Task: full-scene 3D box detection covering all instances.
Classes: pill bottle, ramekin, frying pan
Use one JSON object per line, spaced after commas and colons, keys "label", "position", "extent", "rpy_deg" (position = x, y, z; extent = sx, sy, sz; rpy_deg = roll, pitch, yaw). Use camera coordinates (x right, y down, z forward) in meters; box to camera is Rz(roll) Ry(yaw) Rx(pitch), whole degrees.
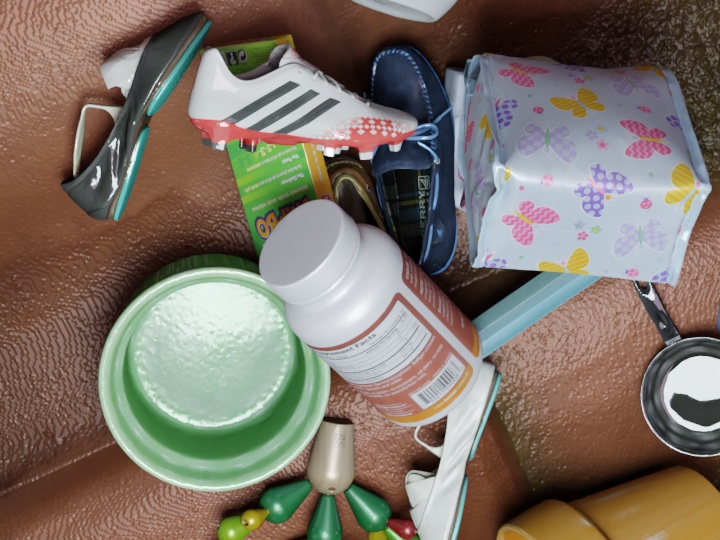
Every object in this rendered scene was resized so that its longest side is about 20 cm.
{"label": "pill bottle", "position": [0.008, 0.034, 1.202], "extent": [0.112, 0.112, 0.200], "rpy_deg": [-41, 127, 4]}
{"label": "ramekin", "position": [-0.129, 0.082, 1.279], "extent": [0.198, 0.098, 0.202], "rpy_deg": [-2, 106, -8]}
{"label": "frying pan", "position": [0.295, 0.093, 1.377], "extent": [0.190, 0.031, 0.115], "rpy_deg": [41, 107, 5]}

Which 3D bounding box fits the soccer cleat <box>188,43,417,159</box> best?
{"label": "soccer cleat", "position": [-0.041, -0.137, 1.162], "extent": [0.198, 0.069, 0.086], "rpy_deg": [0, 103, -23]}

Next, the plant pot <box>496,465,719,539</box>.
{"label": "plant pot", "position": [0.256, 0.280, 1.351], "extent": [0.182, 0.200, 0.202], "rpy_deg": [-28, 108, -15]}

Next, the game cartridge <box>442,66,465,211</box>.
{"label": "game cartridge", "position": [0.164, -0.105, 1.303], "extent": [0.198, 0.041, 0.135], "rpy_deg": [5, 109, -9]}

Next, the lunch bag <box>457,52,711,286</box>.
{"label": "lunch bag", "position": [0.166, -0.091, 1.134], "extent": [0.167, 0.201, 0.128], "rpy_deg": [4, 133, -6]}

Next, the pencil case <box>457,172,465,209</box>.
{"label": "pencil case", "position": [0.183, -0.063, 1.241], "extent": [0.198, 0.083, 0.087], "rpy_deg": [17, 139, -3]}

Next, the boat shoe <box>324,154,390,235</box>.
{"label": "boat shoe", "position": [0.000, 0.000, 1.290], "extent": [0.071, 0.068, 0.202], "rpy_deg": [-20, 108, -3]}

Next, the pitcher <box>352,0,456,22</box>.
{"label": "pitcher", "position": [0.073, -0.306, 1.200], "extent": [0.170, 0.121, 0.202], "rpy_deg": [15, 92, -27]}

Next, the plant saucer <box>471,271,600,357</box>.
{"label": "plant saucer", "position": [0.165, 0.021, 1.313], "extent": [0.199, 0.070, 0.019], "rpy_deg": [-35, 67, -8]}

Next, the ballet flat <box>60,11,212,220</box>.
{"label": "ballet flat", "position": [-0.197, -0.138, 1.227], "extent": [0.068, 0.068, 0.201], "rpy_deg": [27, 100, -5]}

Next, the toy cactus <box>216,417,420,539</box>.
{"label": "toy cactus", "position": [-0.035, 0.222, 1.343], "extent": [0.198, 0.102, 0.167], "rpy_deg": [7, 95, -1]}

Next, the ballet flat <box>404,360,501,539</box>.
{"label": "ballet flat", "position": [0.075, 0.177, 1.339], "extent": [0.069, 0.069, 0.202], "rpy_deg": [18, 82, -12]}

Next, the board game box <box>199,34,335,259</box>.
{"label": "board game box", "position": [-0.073, -0.098, 1.244], "extent": [0.030, 0.095, 0.202], "rpy_deg": [-28, 111, -43]}

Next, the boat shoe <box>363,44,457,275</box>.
{"label": "boat shoe", "position": [0.048, -0.094, 1.251], "extent": [0.083, 0.069, 0.202], "rpy_deg": [-13, 95, 26]}

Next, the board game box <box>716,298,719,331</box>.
{"label": "board game box", "position": [0.419, 0.068, 1.300], "extent": [0.134, 0.200, 0.035], "rpy_deg": [0, 106, -9]}

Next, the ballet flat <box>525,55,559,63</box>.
{"label": "ballet flat", "position": [0.214, -0.120, 1.255], "extent": [0.198, 0.062, 0.068], "rpy_deg": [23, 101, -14]}
